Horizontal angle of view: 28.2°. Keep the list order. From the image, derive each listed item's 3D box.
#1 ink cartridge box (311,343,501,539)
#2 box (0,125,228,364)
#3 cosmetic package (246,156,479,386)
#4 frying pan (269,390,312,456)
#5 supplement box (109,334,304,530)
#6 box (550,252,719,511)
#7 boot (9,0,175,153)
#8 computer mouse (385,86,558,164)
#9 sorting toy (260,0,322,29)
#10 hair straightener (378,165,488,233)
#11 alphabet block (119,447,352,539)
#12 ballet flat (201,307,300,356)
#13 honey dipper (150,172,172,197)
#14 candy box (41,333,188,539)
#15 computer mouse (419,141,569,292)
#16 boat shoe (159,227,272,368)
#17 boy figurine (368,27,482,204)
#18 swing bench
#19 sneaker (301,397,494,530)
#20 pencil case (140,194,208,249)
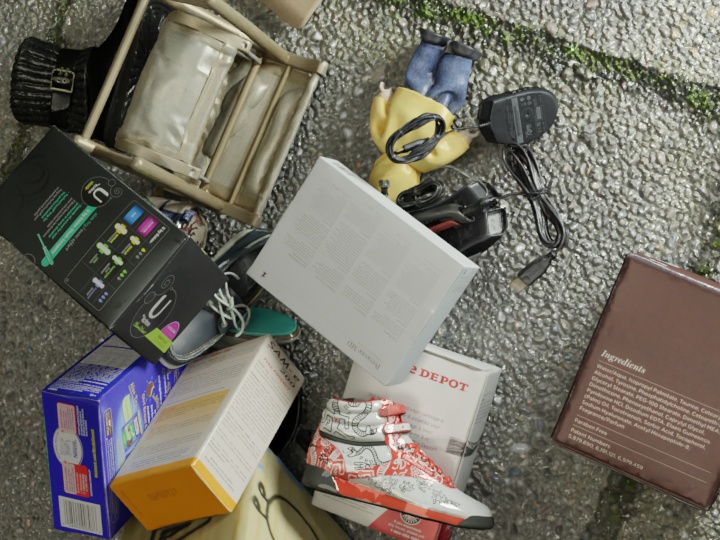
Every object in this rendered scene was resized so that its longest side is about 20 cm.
[{"bbox_3d":[0.051,0.176,1.533,0.147,0.083,0.200,19,95,17],"label":"ink cartridge box"},{"bbox_3d":[-0.261,-0.024,1.468,0.200,0.149,0.124,38,83,18],"label":"box"},{"bbox_3d":[0.000,0.000,1.482,0.200,0.052,0.151,38,102,20],"label":"cosmetic package"},{"bbox_3d":[-0.077,0.156,1.567,0.190,0.031,0.115,1,82,43],"label":"frying pan"},{"bbox_3d":[-0.157,0.169,1.500,0.126,0.200,0.074,-19,118,37],"label":"supplement box"},{"bbox_3d":[0.309,0.105,1.408,0.164,0.166,0.200,24,97,17],"label":"box"},{"bbox_3d":[-0.313,-0.251,1.655,0.158,0.079,0.211,21,96,17],"label":"boot"},{"bbox_3d":[0.116,-0.152,1.500,0.200,0.034,0.059,-14,111,-17],"label":"computer mouse"},{"bbox_3d":[-0.075,-0.400,1.608,0.185,0.036,0.200,41,106,14],"label":"sorting toy"},{"bbox_3d":[0.043,-0.061,1.502,0.200,0.041,0.077,-18,111,30],"label":"hair straightener"},{"bbox_3d":[-0.133,0.332,1.495,0.196,0.200,0.195,-35,111,15],"label":"alphabet block"},{"bbox_3d":[-0.159,0.071,1.621,0.200,0.067,0.064,11,120,18],"label":"ballet flat"},{"bbox_3d":[-0.235,-0.083,1.654,0.200,0.038,0.038,-44,77,9],"label":"honey dipper"},{"bbox_3d":[-0.256,0.164,1.546,0.077,0.200,0.169,9,114,20],"label":"candy box"},{"bbox_3d":[0.130,-0.029,1.517,0.200,0.046,0.141,-35,69,22],"label":"computer mouse"},{"bbox_3d":[-0.146,0.028,1.554,0.062,0.200,0.075,-5,123,49],"label":"boat shoe"},{"bbox_3d":[0.067,-0.154,1.542,0.124,0.064,0.200,22,97,16],"label":"boy figurine"},{"bbox_3d":[-0.170,-0.179,1.551,0.130,0.200,0.199,22,87,42],"label":"swing bench"},{"bbox_3d":[0.048,0.192,1.455,0.201,0.067,0.108,14,80,7],"label":"sneaker"},{"bbox_3d":[-0.276,-0.052,1.598,0.200,0.089,0.078,11,107,11],"label":"pencil case"}]
